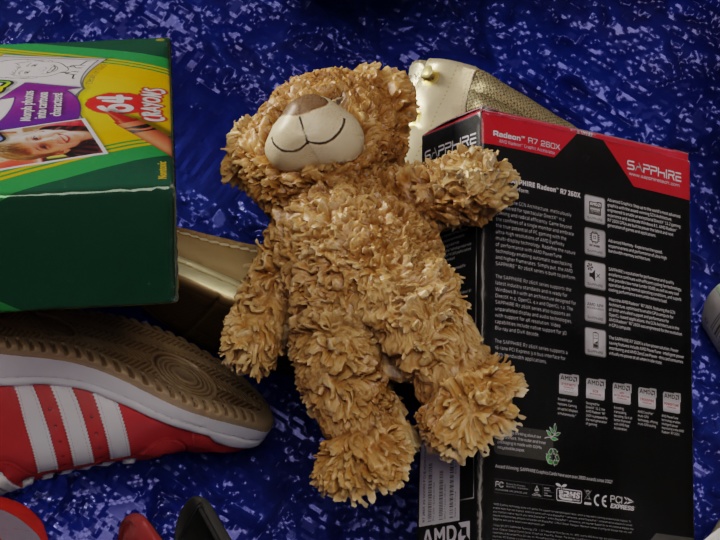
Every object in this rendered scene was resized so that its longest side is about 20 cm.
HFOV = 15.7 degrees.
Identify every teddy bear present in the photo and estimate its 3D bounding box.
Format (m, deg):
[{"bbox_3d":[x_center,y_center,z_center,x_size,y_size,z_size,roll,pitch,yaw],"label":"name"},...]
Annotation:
[{"bbox_3d":[0.000,0.000,1.103,0.144,0.067,0.201,-11,72,32],"label":"teddy bear"}]

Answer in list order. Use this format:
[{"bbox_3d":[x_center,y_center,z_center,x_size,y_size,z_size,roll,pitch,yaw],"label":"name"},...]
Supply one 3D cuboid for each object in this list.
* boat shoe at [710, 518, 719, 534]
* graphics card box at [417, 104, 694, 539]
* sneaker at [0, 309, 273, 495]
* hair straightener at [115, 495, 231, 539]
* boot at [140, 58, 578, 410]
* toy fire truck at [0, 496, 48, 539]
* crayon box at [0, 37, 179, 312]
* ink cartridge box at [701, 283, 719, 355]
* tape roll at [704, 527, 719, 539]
[{"bbox_3d":[0.153,0.186,1.136,0.059,0.072,0.200,34,77,-11],"label":"boat shoe"},{"bbox_3d":[0.087,0.038,1.153,0.125,0.051,0.201,10,73,-35],"label":"graphics card box"},{"bbox_3d":[-0.142,0.077,1.153,0.199,0.113,0.071,15,20,-30],"label":"sneaker"},{"bbox_3d":[-0.023,0.173,1.123,0.077,0.041,0.200,-15,51,-41],"label":"hair straightener"},{"bbox_3d":[-0.002,-0.028,1.203,0.199,0.073,0.156,16,71,-3],"label":"boot"},{"bbox_3d":[-0.113,0.184,1.084,0.141,0.049,0.201,1,59,-45],"label":"toy fire truck"},{"bbox_3d":[-0.166,-0.044,1.136,0.172,0.200,0.059,-2,112,-4],"label":"crayon box"},{"bbox_3d":[0.283,0.042,1.222,0.199,0.050,0.161,-25,72,-13],"label":"ink cartridge box"},{"bbox_3d":[0.198,0.204,1.039,0.202,0.203,0.139,-38,45,-18],"label":"tape roll"}]
